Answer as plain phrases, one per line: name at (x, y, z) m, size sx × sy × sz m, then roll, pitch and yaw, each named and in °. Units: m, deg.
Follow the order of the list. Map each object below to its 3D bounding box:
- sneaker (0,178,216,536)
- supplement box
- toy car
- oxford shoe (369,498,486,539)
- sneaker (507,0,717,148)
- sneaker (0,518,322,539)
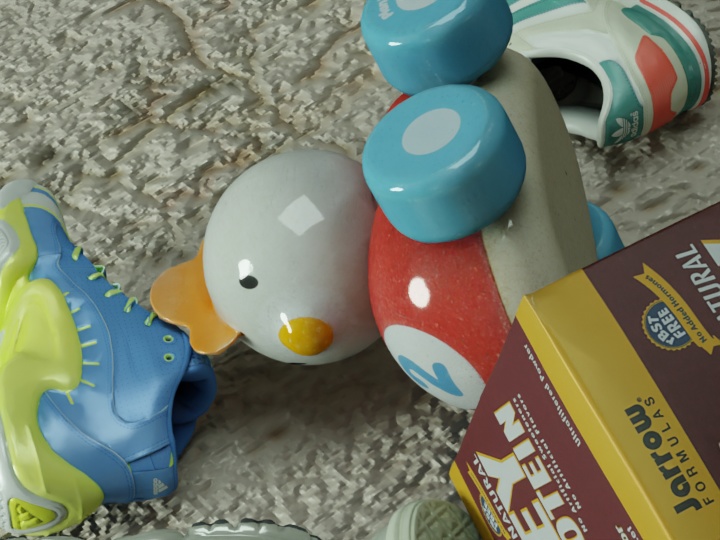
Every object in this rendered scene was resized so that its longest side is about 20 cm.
sneaker at (-0.121, 0.037, 0.922) m, size 0.104 × 0.076 × 0.201 m, roll -1°, pitch 48°, yaw -8°
supplement box at (0.158, 0.058, 0.708) m, size 0.199 × 0.197 × 0.133 m, roll -25°, pitch 72°, yaw -14°
toy car at (0.000, 0.000, 0.867) m, size 0.199 × 0.185 × 0.177 m, roll -19°, pitch 40°, yaw 16°
oxford shoe at (0.025, 0.180, 0.738) m, size 0.058 × 0.075 × 0.201 m, roll -37°, pitch 41°, yaw 33°
sneaker at (0.083, -0.122, 1.044) m, size 0.199 × 0.071 × 0.093 m, roll 31°, pitch 50°, yaw 34°
sneaker at (-0.103, 0.149, 0.785) m, size 0.199 × 0.078 × 0.080 m, roll -10°, pitch 50°, yaw 1°
